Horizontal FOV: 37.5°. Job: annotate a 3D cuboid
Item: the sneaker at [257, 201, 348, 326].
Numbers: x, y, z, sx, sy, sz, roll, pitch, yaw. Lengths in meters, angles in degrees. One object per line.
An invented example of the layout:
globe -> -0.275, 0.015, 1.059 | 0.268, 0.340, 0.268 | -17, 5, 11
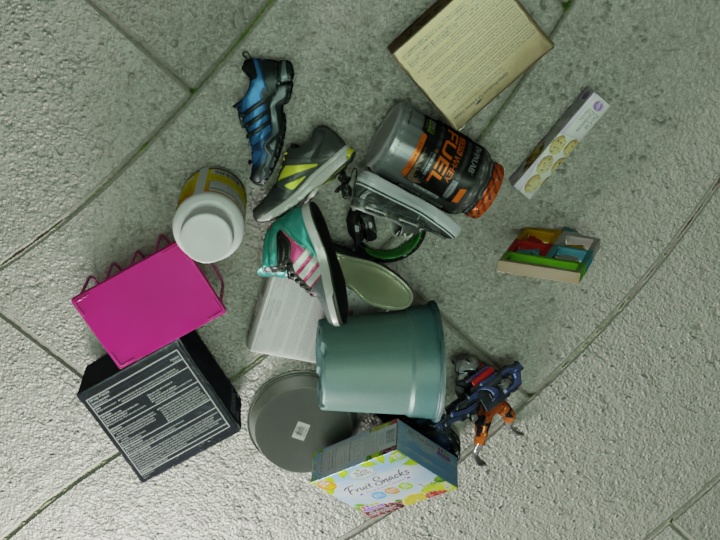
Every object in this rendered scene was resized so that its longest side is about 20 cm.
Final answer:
sneaker -> -0.099, 0.003, 1.684 | 0.120, 0.084, 0.201 | -16, 92, 16

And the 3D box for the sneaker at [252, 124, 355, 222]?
sneaker -> -0.101, -0.154, 1.701 | 0.200, 0.074, 0.085 | -37, 87, 14

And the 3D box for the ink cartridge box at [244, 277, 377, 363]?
ink cartridge box -> -0.079, 0.076, 1.804 | 0.199, 0.050, 0.162 | 11, 110, -23

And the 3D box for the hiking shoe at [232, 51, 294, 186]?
hiking shoe -> -0.159, -0.235, 1.662 | 0.086, 0.074, 0.201 | 11, 100, -1

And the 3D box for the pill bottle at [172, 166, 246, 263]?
pill bottle -> -0.231, -0.083, 1.638 | 0.108, 0.200, 0.110 | -1, 112, -4

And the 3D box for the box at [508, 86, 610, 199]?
box -> 0.321, -0.205, 1.721 | 0.041, 0.039, 0.200 | 36, 104, -18

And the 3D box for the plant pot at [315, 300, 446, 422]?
plant pot -> 0.027, 0.153, 1.746 | 0.195, 0.200, 0.202 | -2, 112, -7

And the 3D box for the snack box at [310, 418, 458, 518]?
snack box -> 0.041, 0.345, 1.832 | 0.199, 0.068, 0.168 | -28, 131, 32

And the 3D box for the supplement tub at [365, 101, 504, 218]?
supplement tub -> 0.119, -0.169, 1.675 | 0.199, 0.123, 0.123 | 26, 107, -14

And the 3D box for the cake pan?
cake pan -> -0.102, 0.275, 1.876 | 0.199, 0.037, 0.202 | -1, 112, -4

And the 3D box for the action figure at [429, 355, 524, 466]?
action figure -> 0.194, 0.240, 1.855 | 0.199, 0.104, 0.195 | -24, 108, -22

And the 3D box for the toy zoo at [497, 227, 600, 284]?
toy zoo -> 0.310, -0.031, 1.713 | 0.130, 0.200, 0.021 | 9, 113, 20

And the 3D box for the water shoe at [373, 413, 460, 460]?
water shoe -> 0.099, 0.270, 1.867 | 0.199, 0.079, 0.072 | 31, 106, -15

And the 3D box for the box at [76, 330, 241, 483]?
box -> -0.333, 0.212, 1.787 | 0.199, 0.123, 0.199 | -28, 112, 5

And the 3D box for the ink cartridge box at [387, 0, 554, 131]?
ink cartridge box -> 0.168, -0.345, 1.635 | 0.200, 0.075, 0.165 | -40, 110, 9

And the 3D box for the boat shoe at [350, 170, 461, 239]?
boat shoe -> 0.066, -0.086, 1.652 | 0.199, 0.072, 0.071 | 26, 93, -25

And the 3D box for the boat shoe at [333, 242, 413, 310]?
boat shoe -> -0.001, 0.002, 1.741 | 0.198, 0.066, 0.075 | 18, 116, 10

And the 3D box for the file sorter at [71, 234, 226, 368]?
file sorter -> -0.335, 0.033, 1.716 | 0.199, 0.126, 0.139 | -28, 112, 7

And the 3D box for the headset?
headset -> 0.027, -0.086, 1.712 | 0.123, 0.094, 0.200 | -33, 123, 14
